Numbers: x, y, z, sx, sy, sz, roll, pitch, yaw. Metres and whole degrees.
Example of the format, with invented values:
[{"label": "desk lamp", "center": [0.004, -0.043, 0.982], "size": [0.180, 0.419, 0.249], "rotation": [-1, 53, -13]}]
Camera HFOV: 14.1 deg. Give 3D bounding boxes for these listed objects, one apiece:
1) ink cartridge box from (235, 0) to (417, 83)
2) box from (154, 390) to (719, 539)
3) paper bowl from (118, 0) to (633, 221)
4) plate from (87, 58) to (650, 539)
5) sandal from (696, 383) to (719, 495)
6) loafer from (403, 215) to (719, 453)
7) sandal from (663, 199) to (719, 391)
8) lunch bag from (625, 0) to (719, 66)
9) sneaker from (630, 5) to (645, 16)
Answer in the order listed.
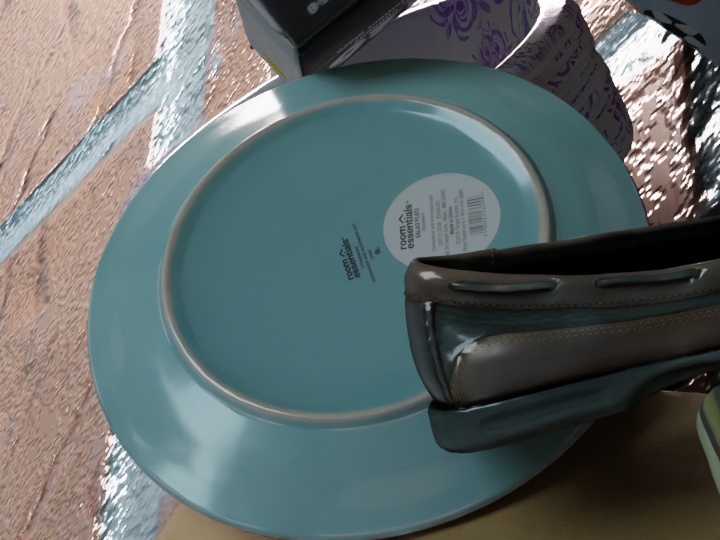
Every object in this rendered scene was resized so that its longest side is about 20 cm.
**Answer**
[{"label": "ink cartridge box", "center": [0.039, -0.147, 1.114], "size": [0.197, 0.047, 0.200], "rotation": [-41, -4, -1]}, {"label": "box", "center": [0.027, 0.091, 0.941], "size": [0.199, 0.021, 0.164], "rotation": [4, 38, 28]}, {"label": "paper bowl", "center": [0.013, -0.022, 1.139], "size": [0.200, 0.105, 0.201], "rotation": [-24, 18, 8]}, {"label": "plate", "center": [0.000, 0.000, 0.988], "size": [0.199, 0.026, 0.201], "rotation": [-8, 52, 10]}, {"label": "sandal", "center": [0.127, 0.103, 0.841], "size": [0.057, 0.080, 0.202], "rotation": [-50, 24, 28]}, {"label": "loafer", "center": [0.110, -0.001, 0.903], "size": [0.199, 0.063, 0.072], "rotation": [-19, 6, 1]}, {"label": "sandal", "center": [0.092, 0.018, 1.056], "size": [0.200, 0.048, 0.076], "rotation": [-44, 26, 28]}, {"label": "lunch bag", "center": [0.177, -0.141, 0.941], "size": [0.200, 0.169, 0.125], "rotation": [-18, 49, 58]}, {"label": "sneaker", "center": [0.119, -0.151, 1.193], "size": [0.080, 0.074, 0.200], "rotation": [-59, 22, 9]}]
